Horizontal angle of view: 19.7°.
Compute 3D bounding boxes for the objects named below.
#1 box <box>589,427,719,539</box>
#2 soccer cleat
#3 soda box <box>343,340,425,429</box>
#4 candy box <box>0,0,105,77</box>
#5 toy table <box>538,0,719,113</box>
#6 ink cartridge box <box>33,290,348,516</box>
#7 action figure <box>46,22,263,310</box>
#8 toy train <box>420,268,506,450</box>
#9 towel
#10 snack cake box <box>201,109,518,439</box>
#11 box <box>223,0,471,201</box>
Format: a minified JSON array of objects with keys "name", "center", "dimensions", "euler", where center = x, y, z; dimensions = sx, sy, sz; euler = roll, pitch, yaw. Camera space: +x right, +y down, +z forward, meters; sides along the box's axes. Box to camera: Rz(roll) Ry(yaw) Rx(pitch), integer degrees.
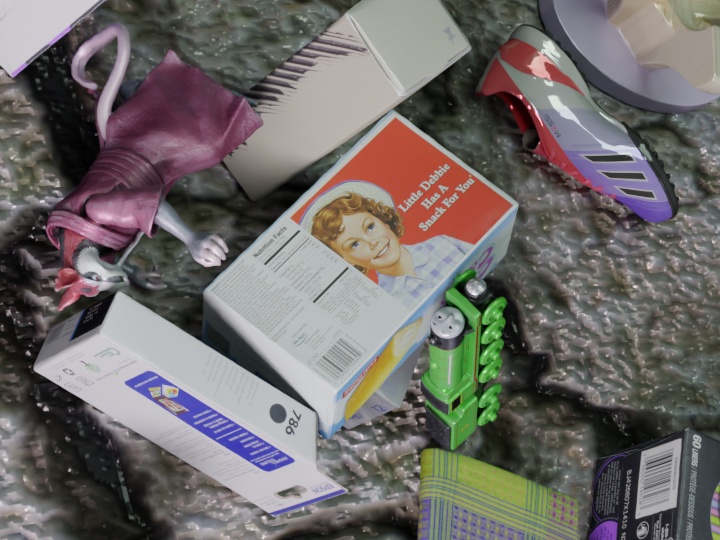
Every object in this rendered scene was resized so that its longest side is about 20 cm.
[{"name":"box","center":[0.279,0.215,1.562],"dimensions":[0.199,0.106,0.123],"euler":[24,61,-28]},{"name":"soccer cleat","center":[0.171,-0.100,1.636],"dimensions":[0.073,0.068,0.200],"euler":[-47,108,-13]},{"name":"soda box","center":[0.018,0.009,1.473],"dimensions":[0.063,0.068,0.201],"euler":[35,57,-20]},{"name":"candy box","center":[-0.158,-0.238,1.373],"dimensions":[0.072,0.167,0.200],"euler":[48,53,-12]},{"name":"toy table","center":[0.258,-0.214,1.699],"dimensions":[0.199,0.117,0.186],"euler":[3,71,-34]},{"name":"ink cartridge box","center":[-0.104,0.088,1.336],"dimensions":[0.199,0.099,0.039],"euler":[35,57,-22]},{"name":"action figure","center":[-0.150,-0.060,1.336],"dimensions":[0.149,0.134,0.200],"euler":[45,51,-13]},{"name":"toy train","center":[0.068,0.065,1.420],"dimensions":[0.056,0.200,0.042],"euler":[-40,67,-17]},{"name":"towel","center":[0.094,0.229,1.450],"dimensions":[0.143,0.023,0.201],"euler":[22,50,-22]},{"name":"snack cake box","center":[0.000,0.000,1.386],"dimensions":[0.115,0.067,0.200],"euler":[37,61,17]},{"name":"box","center":[-0.019,-0.123,1.409],"dimensions":[0.082,0.200,0.069],"euler":[-38,94,-39]}]
